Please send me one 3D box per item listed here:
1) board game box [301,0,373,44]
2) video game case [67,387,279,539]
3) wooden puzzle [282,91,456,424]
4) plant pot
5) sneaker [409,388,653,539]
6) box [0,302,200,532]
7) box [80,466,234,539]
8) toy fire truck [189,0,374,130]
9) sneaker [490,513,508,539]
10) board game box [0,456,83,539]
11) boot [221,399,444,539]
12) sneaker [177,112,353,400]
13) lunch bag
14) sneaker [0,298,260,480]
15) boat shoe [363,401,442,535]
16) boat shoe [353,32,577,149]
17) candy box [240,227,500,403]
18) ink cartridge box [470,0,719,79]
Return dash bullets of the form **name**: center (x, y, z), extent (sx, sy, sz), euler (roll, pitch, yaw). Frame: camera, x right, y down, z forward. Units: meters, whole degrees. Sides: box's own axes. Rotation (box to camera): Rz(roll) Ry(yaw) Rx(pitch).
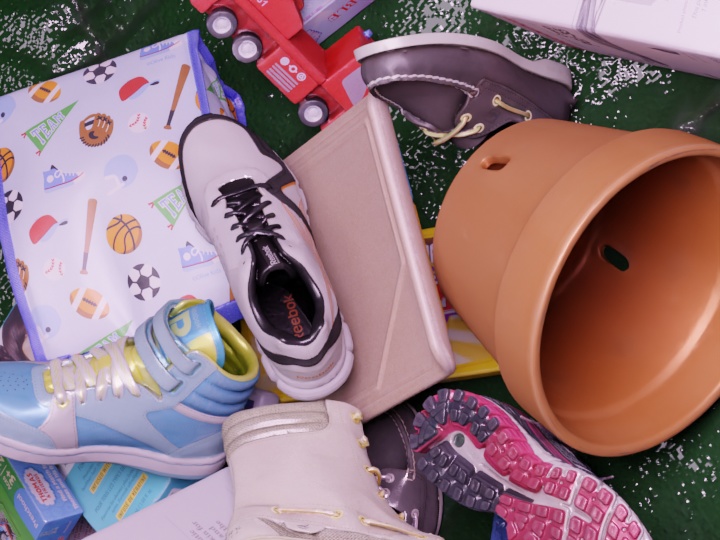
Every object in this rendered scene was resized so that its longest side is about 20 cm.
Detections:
- **board game box**: center (-0.027, -0.279, 1.816), extent (0.199, 0.041, 0.200), euler (-36, 69, 22)
- **video game case**: center (-0.149, 0.162, 1.832), extent (0.182, 0.022, 0.201), euler (14, 91, 39)
- **wooden puzzle**: center (0.000, 0.000, 1.692), extent (0.200, 0.037, 0.186), euler (-37, 64, 60)
- **plant pot**: center (0.139, -0.007, 1.614), extent (0.140, 0.200, 0.201), euler (34, 101, 45)
- **sneaker**: center (0.121, 0.139, 1.610), extent (0.200, 0.075, 0.081), euler (45, 112, 31)
- **box**: center (-0.184, 0.106, 1.824), extent (0.200, 0.049, 0.082), euler (44, 109, 34)
- **box**: center (-0.096, 0.271, 1.652), extent (0.199, 0.171, 0.200), euler (43, 124, 17)
- **toy fire truck**: center (-0.035, -0.197, 1.740), extent (0.141, 0.200, 0.049), euler (-38, 26, 19)
- **sneaker**: center (0.132, 0.214, 1.656), extent (0.070, 0.078, 0.201), euler (-22, 52, 27)
- **board game box**: center (-0.277, 0.172, 1.867), extent (0.151, 0.037, 0.200), euler (55, 137, 24)
- **boot**: center (0.011, 0.153, 1.636), extent (0.155, 0.199, 0.072), euler (-96, 20, -53)
- **sneaker**: center (-0.059, -0.020, 1.663), extent (0.074, 0.080, 0.200), euler (-26, 70, -4)
- **lunch bag**: center (-0.152, -0.033, 1.785), extent (0.170, 0.124, 0.200), euler (-20, 59, 10)
- **sneaker**: center (-0.157, 0.061, 1.685), extent (0.131, 0.199, 0.080), euler (-59, 35, 38)
- **boat shoe**: center (0.012, 0.182, 1.730), extent (0.067, 0.057, 0.201), euler (-2, 83, 30)
- **boat shoe**: center (0.070, -0.106, 1.647), extent (0.072, 0.201, 0.061), euler (-10, 80, 37)
- **candy box**: center (0.008, 0.031, 1.768), extent (0.199, 0.026, 0.103), euler (-10, 82, 30)
- **ink cartridge box**: center (0.190, -0.169, 1.616), extent (0.200, 0.146, 0.083), euler (15, 92, 31)
